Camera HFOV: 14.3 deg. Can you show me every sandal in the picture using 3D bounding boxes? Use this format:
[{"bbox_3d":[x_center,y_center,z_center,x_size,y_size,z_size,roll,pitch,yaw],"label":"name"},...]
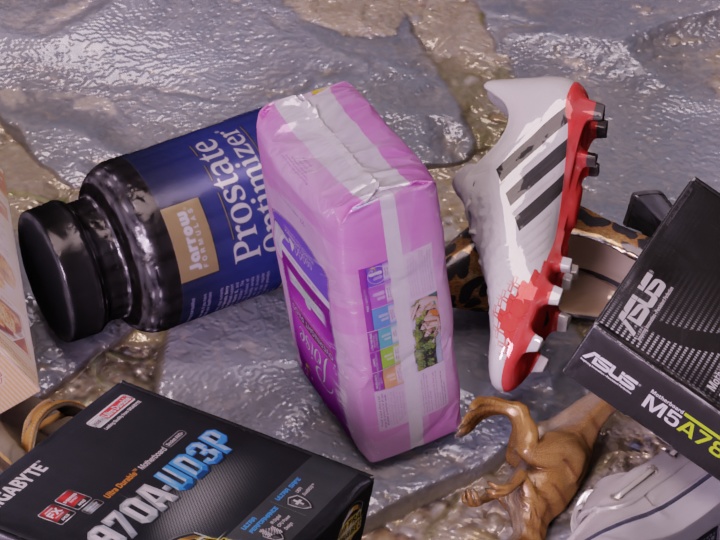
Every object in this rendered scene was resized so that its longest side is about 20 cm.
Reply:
[{"bbox_3d":[-0.168,0.104,1.627,0.080,0.054,0.200,28,7,-13],"label":"sandal"}]

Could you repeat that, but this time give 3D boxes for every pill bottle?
[{"bbox_3d":[-0.105,-0.028,1.781,0.199,0.112,0.112,-21,46,-21],"label":"pill bottle"}]

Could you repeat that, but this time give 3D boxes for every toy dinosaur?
[{"bbox_3d":[0.114,0.104,1.688,0.106,0.060,0.200,33,59,8],"label":"toy dinosaur"}]

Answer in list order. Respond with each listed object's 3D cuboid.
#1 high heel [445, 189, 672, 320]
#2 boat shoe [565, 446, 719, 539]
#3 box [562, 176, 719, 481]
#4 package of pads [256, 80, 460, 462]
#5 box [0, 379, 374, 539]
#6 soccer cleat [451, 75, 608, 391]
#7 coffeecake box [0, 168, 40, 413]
[{"bbox_3d":[0.141,0.015,1.762,0.199,0.072,0.143,-14,42,-23],"label":"high heel"},{"bbox_3d":[0.152,0.145,1.620,0.200,0.072,0.066,-31,48,-31],"label":"boat shoe"},{"bbox_3d":[0.234,0.053,1.665,0.193,0.048,0.200,37,36,4],"label":"box"},{"bbox_3d":[0.000,0.000,1.685,0.075,0.201,0.121,-21,42,-14],"label":"package of pads"},{"bbox_3d":[-0.101,0.133,1.482,0.158,0.046,0.200,19,23,16],"label":"box"},{"bbox_3d":[0.091,-0.025,1.728,0.085,0.069,0.201,10,74,13],"label":"soccer cleat"},{"bbox_3d":[-0.283,0.019,1.714,0.153,0.073,0.201,-29,42,12],"label":"coffeecake box"}]
